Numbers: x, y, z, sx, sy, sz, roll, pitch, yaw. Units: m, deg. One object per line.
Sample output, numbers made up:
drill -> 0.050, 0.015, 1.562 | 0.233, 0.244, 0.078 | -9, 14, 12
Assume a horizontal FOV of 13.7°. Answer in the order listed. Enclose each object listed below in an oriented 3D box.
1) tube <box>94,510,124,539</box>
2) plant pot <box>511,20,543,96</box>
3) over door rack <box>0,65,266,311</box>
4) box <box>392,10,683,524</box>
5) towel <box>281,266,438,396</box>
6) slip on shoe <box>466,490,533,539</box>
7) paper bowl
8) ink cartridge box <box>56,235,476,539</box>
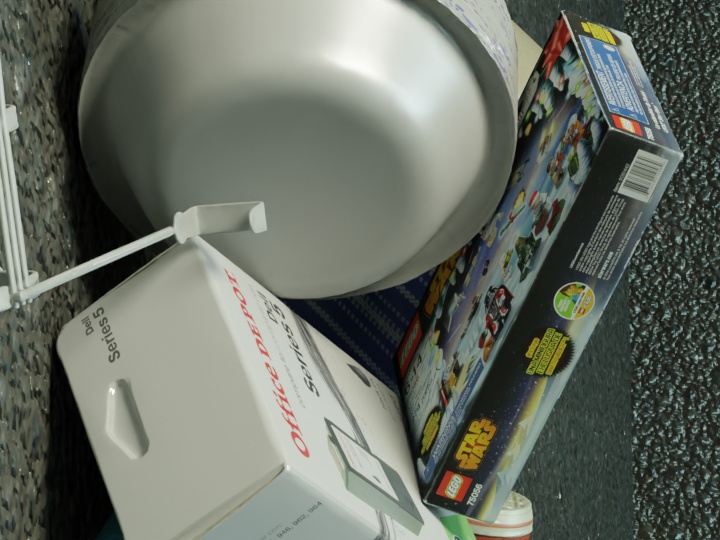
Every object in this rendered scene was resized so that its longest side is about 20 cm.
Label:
tube -> -0.097, 0.139, 1.313 | 0.200, 0.077, 0.051 | -65, 153, -74
plant pot -> 0.029, -0.084, 1.638 | 0.200, 0.187, 0.188 | 55, 30, -41
over door rack -> -0.121, -0.068, 1.207 | 0.200, 0.066, 0.148 | -20, 107, -56
box -> 0.077, -0.003, 1.372 | 0.137, 0.040, 0.200 | -102, -146, -64
towel -> 0.000, 0.000, 1.513 | 0.024, 0.145, 0.200 | -1, 124, -45
slip on shoe -> 0.009, 0.130, 1.592 | 0.074, 0.200, 0.061 | -2, 103, -45
paper bowl -> -0.028, -0.068, 1.355 | 0.105, 0.200, 0.201 | -86, 167, -51
ink cartridge box -> -0.032, 0.096, 1.341 | 0.200, 0.084, 0.146 | 40, 19, -48
